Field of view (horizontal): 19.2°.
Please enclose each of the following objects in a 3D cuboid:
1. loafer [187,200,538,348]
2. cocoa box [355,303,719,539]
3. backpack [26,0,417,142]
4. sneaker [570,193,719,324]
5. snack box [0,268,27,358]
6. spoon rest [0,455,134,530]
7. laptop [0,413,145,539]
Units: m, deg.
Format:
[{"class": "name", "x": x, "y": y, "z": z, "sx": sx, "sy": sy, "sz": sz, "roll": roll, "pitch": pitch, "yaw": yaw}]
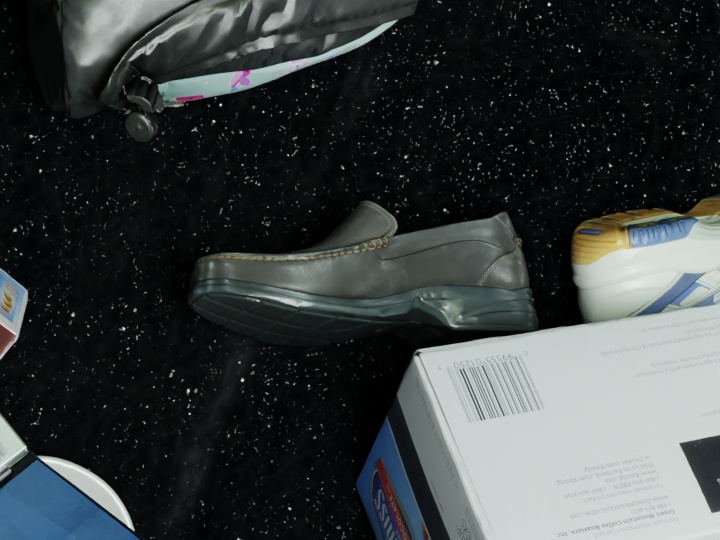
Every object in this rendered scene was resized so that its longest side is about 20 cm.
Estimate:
[{"class": "loafer", "x": 0.000, "y": 0.000, "z": 1.125, "sx": 0.200, "sy": 0.073, "sz": 0.073, "roll": 4, "pitch": 75, "yaw": -31}, {"class": "cocoa box", "x": 0.120, "y": 0.115, "z": 1.104, "sx": 0.200, "sy": 0.131, "sz": 0.134, "roll": -9, "pitch": 58, "yaw": -22}, {"class": "backpack", "x": -0.071, "y": -0.166, "z": 1.073, "sx": 0.200, "sy": 0.127, "sz": 0.167, "roll": -12, "pitch": 107, "yaw": -22}, {"class": "sneaker", "x": 0.212, "y": 0.003, "z": 1.214, "sx": 0.199, "sy": 0.075, "sz": 0.088, "roll": -10, "pitch": 101, "yaw": -16}, {"class": "snack box", "x": -0.244, "y": -0.034, "z": 1.020, "sx": 0.200, "sy": 0.072, "sz": 0.024, "roll": 40, "pitch": 99, "yaw": -14}, {"class": "spoon rest", "x": -0.173, "y": 0.188, "z": 1.038, "sx": 0.099, "sy": 0.061, "sz": 0.200, "roll": 22, "pitch": 79, "yaw": -17}, {"class": "laptop", "x": -0.235, "y": 0.112, "z": 0.966, "sx": 0.187, "sy": 0.116, "sz": 0.200, "roll": -38, "pitch": 87, "yaw": -19}]
